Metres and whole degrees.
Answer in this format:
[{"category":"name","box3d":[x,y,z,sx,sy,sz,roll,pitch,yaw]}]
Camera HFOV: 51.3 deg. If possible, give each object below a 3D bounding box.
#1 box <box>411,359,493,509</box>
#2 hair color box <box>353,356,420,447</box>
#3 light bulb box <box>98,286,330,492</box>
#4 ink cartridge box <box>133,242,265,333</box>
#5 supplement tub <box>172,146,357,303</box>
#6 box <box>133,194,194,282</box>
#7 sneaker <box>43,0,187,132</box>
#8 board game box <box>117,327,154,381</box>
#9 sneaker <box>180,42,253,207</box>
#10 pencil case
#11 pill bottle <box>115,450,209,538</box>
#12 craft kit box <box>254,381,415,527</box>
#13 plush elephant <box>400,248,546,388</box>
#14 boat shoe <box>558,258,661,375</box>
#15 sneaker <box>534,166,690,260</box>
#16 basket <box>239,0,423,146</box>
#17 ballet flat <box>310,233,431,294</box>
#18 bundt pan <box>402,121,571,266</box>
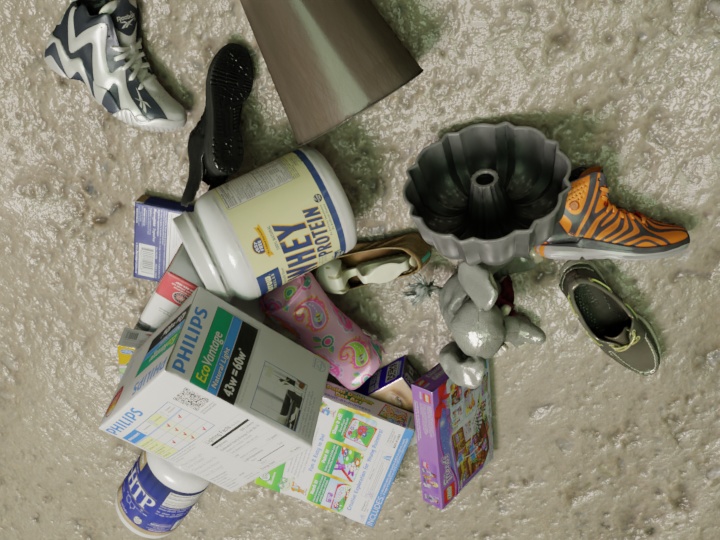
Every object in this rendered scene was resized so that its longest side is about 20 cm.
[{"category":"box","box3d":[0.136,0.220,1.076,0.039,0.136,0.202,15,122,40]},{"category":"hair color box","box3d":[0.016,0.228,1.139,0.199,0.065,0.110,-33,106,20]},{"category":"light bulb box","box3d":[-0.179,0.155,0.928,0.199,0.126,0.198,33,134,-22]},{"category":"ink cartridge box","box3d":[-0.233,0.072,1.065,0.143,0.084,0.200,30,128,-13]},{"category":"supplement tub","box3d":[-0.119,-0.052,0.943,0.198,0.145,0.146,-27,112,-12]},{"category":"box","box3d":[-0.224,-0.028,1.072,0.198,0.032,0.122,13,117,3]},{"category":"sneaker","box3d":[-0.292,-0.272,0.940,0.198,0.080,0.130,36,125,3]},{"category":"board game box","box3d":[-0.235,0.154,1.054,0.197,0.034,0.135,10,133,-3]},{"category":"sneaker","box3d":[-0.189,-0.183,0.970,0.059,0.104,0.203,7,84,-33]},{"category":"pencil case","box3d":[-0.049,0.080,1.038,0.087,0.088,0.200,-31,125,21]},{"category":"pill bottle","box3d":[-0.300,0.322,1.202,0.119,0.120,0.201,33,115,-7]},{"category":"craft kit box","box3d":[-0.040,0.265,1.108,0.195,0.049,0.202,19,117,-2]},{"category":"plush elephant","box3d":[0.164,0.058,0.958,0.197,0.155,0.167,2,116,-12]},{"category":"boat shoe","box3d":[0.340,0.074,1.013,0.072,0.060,0.202,-36,105,23]},{"category":"sneaker","box3d":[0.318,-0.073,0.940,0.197,0.078,0.114,-1,101,-5]},{"category":"basket","box3d":[-0.049,-0.277,0.874,0.179,0.136,0.201,-24,106,24]},{"category":"ballet flat","box3d":[0.000,0.000,1.027,0.198,0.073,0.068,-11,113,14]},{"category":"bundt pan","box3d":[0.154,-0.084,0.904,0.199,0.203,0.076,-7,138,12]}]
